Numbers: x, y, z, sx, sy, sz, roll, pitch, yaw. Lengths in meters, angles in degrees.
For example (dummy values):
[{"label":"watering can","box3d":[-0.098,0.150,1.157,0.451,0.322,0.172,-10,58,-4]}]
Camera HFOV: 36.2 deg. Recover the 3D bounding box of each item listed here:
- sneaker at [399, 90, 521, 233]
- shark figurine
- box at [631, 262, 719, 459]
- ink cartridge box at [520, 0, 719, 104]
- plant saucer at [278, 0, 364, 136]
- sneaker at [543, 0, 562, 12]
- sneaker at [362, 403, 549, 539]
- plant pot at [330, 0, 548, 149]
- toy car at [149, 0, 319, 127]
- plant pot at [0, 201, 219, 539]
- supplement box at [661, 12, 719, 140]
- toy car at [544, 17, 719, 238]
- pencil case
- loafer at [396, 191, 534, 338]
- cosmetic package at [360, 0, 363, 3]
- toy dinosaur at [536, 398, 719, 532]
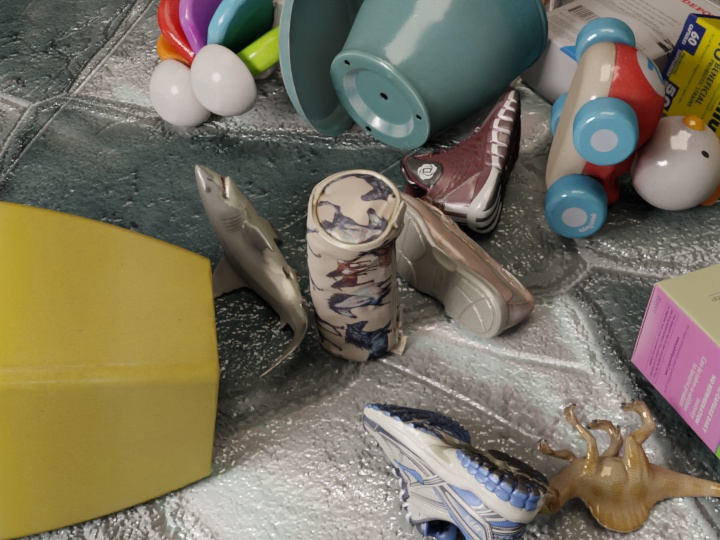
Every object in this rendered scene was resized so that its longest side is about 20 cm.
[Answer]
[{"label":"sneaker","box3d":[0.104,-0.126,1.167,0.115,0.076,0.200,7,46,16]},{"label":"shark figurine","box3d":[-0.104,0.013,1.053,0.089,0.128,0.215,-33,65,5]},{"label":"box","box3d":[0.360,0.083,0.902,0.175,0.097,0.200,-16,44,-22]},{"label":"ink cartridge box","box3d":[0.308,-0.256,1.276,0.200,0.084,0.146,-24,47,-20]},{"label":"plant saucer","box3d":[-0.040,-0.249,1.216,0.027,0.200,0.200,6,44,26]},{"label":"sneaker","box3d":[0.197,-0.343,1.392,0.112,0.078,0.200,-2,33,8]},{"label":"sneaker","box3d":[0.056,0.165,0.865,0.077,0.085,0.200,14,8,-35]},{"label":"plant pot","box3d":[0.073,-0.241,1.214,0.200,0.200,0.188,27,64,28]},{"label":"toy car","box3d":[-0.156,-0.264,1.242,0.200,0.150,0.175,-3,33,50]},{"label":"plant pot","box3d":[-0.209,0.080,0.902,0.176,0.200,0.200,0,43,-13]},{"label":"supplement box","box3d":[0.418,-0.172,1.142,0.109,0.109,0.200,-4,38,-35]},{"label":"toy car","box3d":[0.297,-0.129,1.099,0.199,0.177,0.185,13,42,0]},{"label":"pencil case","box3d":[0.000,0.000,0.951,0.089,0.200,0.078,9,56,8]},{"label":"loafer","box3d":[0.084,-0.011,1.062,0.063,0.072,0.200,-16,49,-37]},{"label":"cosmetic package","box3d":[-0.056,-0.323,1.356,0.199,0.108,0.085,10,45,12]},{"label":"toy dinosaur","box3d":[0.214,0.161,0.888,0.199,0.058,0.101,1,60,-13]}]
